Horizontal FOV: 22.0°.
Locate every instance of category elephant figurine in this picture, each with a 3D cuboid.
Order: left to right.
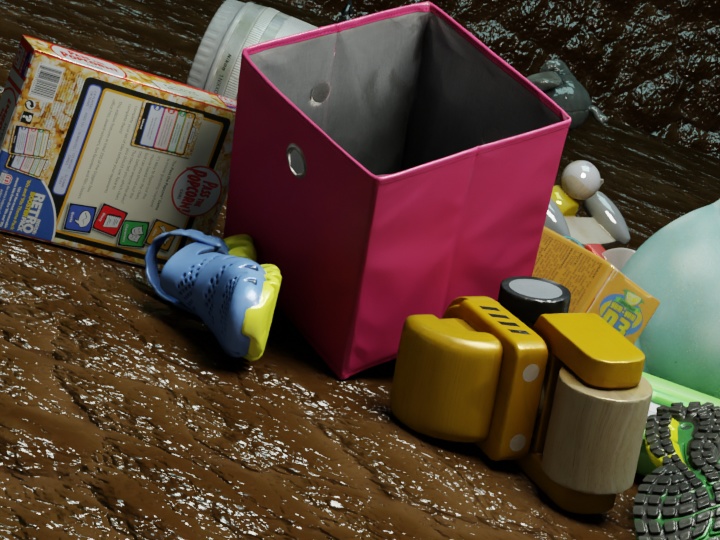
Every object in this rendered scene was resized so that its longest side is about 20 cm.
[{"bbox_3d":[0.290,-0.283,3.163,0.199,0.155,0.142,-10,76,-47],"label":"elephant figurine"}]

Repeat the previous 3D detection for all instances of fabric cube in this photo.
[{"bbox_3d":[0.021,-0.069,1.495,0.199,0.200,0.196,-18,46,-31],"label":"fabric cube"}]

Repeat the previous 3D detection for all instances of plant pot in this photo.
[{"bbox_3d":[0.287,0.048,1.606,0.133,0.201,0.200,-16,11,8],"label":"plant pot"}]

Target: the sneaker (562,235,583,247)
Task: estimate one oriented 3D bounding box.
[{"bbox_3d":[0.200,0.007,1.758,0.071,0.080,0.200,23,14,16],"label":"sneaker"}]

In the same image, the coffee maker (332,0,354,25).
[{"bbox_3d":[0.035,-0.216,2.298,0.199,0.193,0.135,23,-3,-1],"label":"coffee maker"}]

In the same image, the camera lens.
[{"bbox_3d":[-0.087,-0.211,2.147,0.199,0.161,0.160,23,13,4],"label":"camera lens"}]

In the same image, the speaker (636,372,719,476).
[{"bbox_3d":[0.257,0.135,1.513,0.199,0.089,0.088,19,14,-11],"label":"speaker"}]

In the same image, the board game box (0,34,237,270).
[{"bbox_3d":[-0.203,-0.089,1.509,0.199,0.152,0.046,16,15,-29],"label":"board game box"}]

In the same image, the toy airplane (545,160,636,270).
[{"bbox_3d":[0.240,-0.053,2.092,0.198,0.142,0.200,19,13,-15],"label":"toy airplane"}]

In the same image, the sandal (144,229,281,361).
[{"bbox_3d":[-0.116,0.015,1.425,0.087,0.080,0.200,14,7,-18],"label":"sandal"}]

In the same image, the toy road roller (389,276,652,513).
[{"bbox_3d":[0.112,0.092,1.394,0.145,0.124,0.200,-2,23,-26],"label":"toy road roller"}]

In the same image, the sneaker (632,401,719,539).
[{"bbox_3d":[0.246,0.177,1.347,0.078,0.086,0.200,-7,24,17],"label":"sneaker"}]

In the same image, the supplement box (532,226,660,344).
[{"bbox_3d":[0.165,0.006,1.576,0.066,0.069,0.200,33,-1,-32],"label":"supplement box"}]
